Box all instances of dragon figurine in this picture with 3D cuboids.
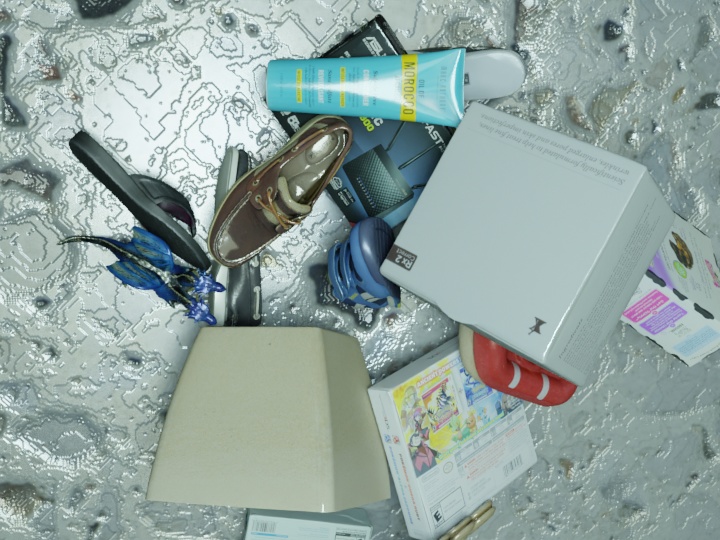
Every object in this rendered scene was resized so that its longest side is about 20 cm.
[{"bbox_3d":[-0.229,-0.006,1.002,0.200,0.099,0.059,31,79,0],"label":"dragon figurine"}]

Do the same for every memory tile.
[{"bbox_3d":[0.065,0.341,1.071,0.017,0.153,0.200,49,120,17],"label":"memory tile"}]

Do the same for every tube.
[{"bbox_3d":[0.006,-0.186,0.958,0.199,0.050,0.078,1,107,4],"label":"tube"}]

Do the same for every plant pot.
[{"bbox_3d":[-0.086,0.152,0.999,0.199,0.200,0.178,-1,80,19],"label":"plant pot"}]

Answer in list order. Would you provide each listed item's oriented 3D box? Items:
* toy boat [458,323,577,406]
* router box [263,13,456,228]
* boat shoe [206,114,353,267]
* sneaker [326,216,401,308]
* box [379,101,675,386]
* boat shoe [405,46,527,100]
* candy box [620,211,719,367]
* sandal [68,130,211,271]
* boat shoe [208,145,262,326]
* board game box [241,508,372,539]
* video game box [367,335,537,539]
[{"bbox_3d":[0.205,0.077,1.055,0.200,0.131,0.131,22,72,-38],"label":"toy boat"},{"bbox_3d":[0.015,-0.150,1.026,0.150,0.062,0.200,-32,103,18],"label":"router box"},{"bbox_3d":[-0.080,-0.078,0.967,0.200,0.072,0.072,-43,109,2],"label":"boat shoe"},{"bbox_3d":[0.000,0.000,1.014,0.082,0.200,0.074,0,72,6],"label":"sneaker"},{"bbox_3d":[0.163,-0.026,0.922,0.200,0.199,0.131,-61,147,0],"label":"box"},{"bbox_3d":[0.084,-0.216,1.055,0.199,0.057,0.069,-1,111,8],"label":"boat shoe"},{"bbox_3d":[0.318,-0.012,1.062,0.200,0.168,0.072,32,128,-21],"label":"candy box"},{"bbox_3d":[-0.225,-0.080,1.017,0.200,0.075,0.048,47,71,-14],"label":"sandal"},{"bbox_3d":[-0.130,-0.034,1.039,0.060,0.074,0.201,3,94,-17],"label":"boat shoe"},{"bbox_3d":[-0.078,0.379,1.117,0.147,0.064,0.201,10,95,-11],"label":"board game box"},{"bbox_3d":[0.110,0.179,1.082,0.200,0.047,0.183,-25,106,-40],"label":"video game box"}]
